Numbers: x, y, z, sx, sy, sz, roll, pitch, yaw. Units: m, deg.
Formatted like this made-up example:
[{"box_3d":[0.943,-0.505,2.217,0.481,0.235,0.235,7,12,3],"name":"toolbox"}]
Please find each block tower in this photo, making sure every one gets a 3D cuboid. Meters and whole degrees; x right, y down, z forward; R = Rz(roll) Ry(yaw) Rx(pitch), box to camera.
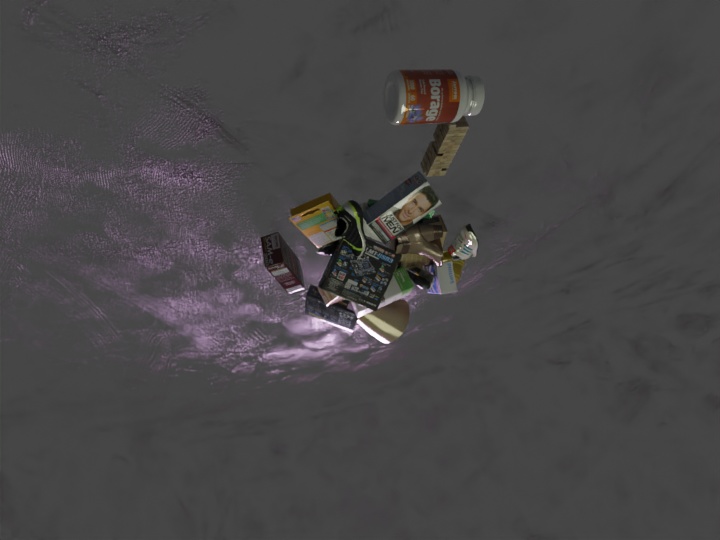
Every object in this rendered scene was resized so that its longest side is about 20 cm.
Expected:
[{"box_3d":[0.211,-0.316,1.369,0.058,0.054,0.200,-8,153,-15],"name":"block tower"}]

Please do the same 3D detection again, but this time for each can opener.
[{"box_3d":[0.181,0.008,1.844,0.066,0.200,0.053,16,101,-33],"name":"can opener"}]

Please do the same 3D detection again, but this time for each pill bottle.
[{"box_3d":[0.158,-0.374,1.167,0.200,0.112,0.112,-7,152,-15],"name":"pill bottle"}]

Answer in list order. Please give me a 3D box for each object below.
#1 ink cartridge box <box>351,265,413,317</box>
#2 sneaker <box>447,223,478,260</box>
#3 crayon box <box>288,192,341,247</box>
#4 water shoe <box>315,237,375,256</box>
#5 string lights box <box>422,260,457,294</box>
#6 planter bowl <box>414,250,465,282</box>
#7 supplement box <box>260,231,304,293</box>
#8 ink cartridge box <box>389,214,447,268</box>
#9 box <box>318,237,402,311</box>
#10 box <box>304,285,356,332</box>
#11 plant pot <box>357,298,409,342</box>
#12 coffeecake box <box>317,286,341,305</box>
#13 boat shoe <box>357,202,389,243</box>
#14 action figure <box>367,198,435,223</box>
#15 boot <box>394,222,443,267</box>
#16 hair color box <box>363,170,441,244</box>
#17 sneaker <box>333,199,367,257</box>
[{"box_3d":[0.065,0.074,1.810,0.200,0.084,0.146,-23,169,-7],"name":"ink cartridge box"},{"box_3d":[0.347,-0.085,1.857,0.093,0.070,0.200,-22,156,1],"name":"sneaker"},{"box_3d":[-0.111,-0.146,1.536,0.126,0.052,0.200,-21,153,12],"name":"crayon box"},{"box_3d":[-0.039,-0.061,1.703,0.200,0.079,0.072,-5,151,-18],"name":"water shoe"},{"box_3d":[0.268,0.024,1.840,0.059,0.103,0.200,-10,179,-6],"name":"string lights box"},{"box_3d":[0.308,0.011,2.010,0.200,0.084,0.200,-12,152,-6],"name":"planter bowl"},{"box_3d":[-0.235,-0.020,1.654,0.061,0.109,0.200,-17,152,5],"name":"supplement box"},{"box_3d":[0.182,-0.087,1.769,0.165,0.075,0.200,-12,153,-7],"name":"ink cartridge box"},{"box_3d":[0.000,0.000,1.671,0.200,0.199,0.050,23,-178,-18],"name":"box"},{"box_3d":[-0.104,0.141,1.987,0.200,0.051,0.158,21,149,5],"name":"box"},{"box_3d":[0.053,0.159,2.092,0.200,0.187,0.187,28,133,-33],"name":"plant pot"},{"box_3d":[-0.027,0.032,1.827,0.153,0.073,0.200,-19,167,-39],"name":"coffeecake box"},{"box_3d":[0.024,-0.134,1.612,0.068,0.072,0.200,-12,158,25],"name":"boat shoe"},{"box_3d":[0.104,-0.175,1.585,0.200,0.055,0.118,10,146,-34],"name":"action figure"},{"box_3d":[0.177,-0.072,1.654,0.146,0.070,0.200,-9,137,1],"name":"boot"},{"box_3d":[0.115,-0.172,1.510,0.200,0.061,0.099,-36,132,9],"name":"hair color box"},{"box_3d":[-0.038,-0.111,1.513,0.083,0.072,0.200,-28,137,-19],"name":"sneaker"}]
